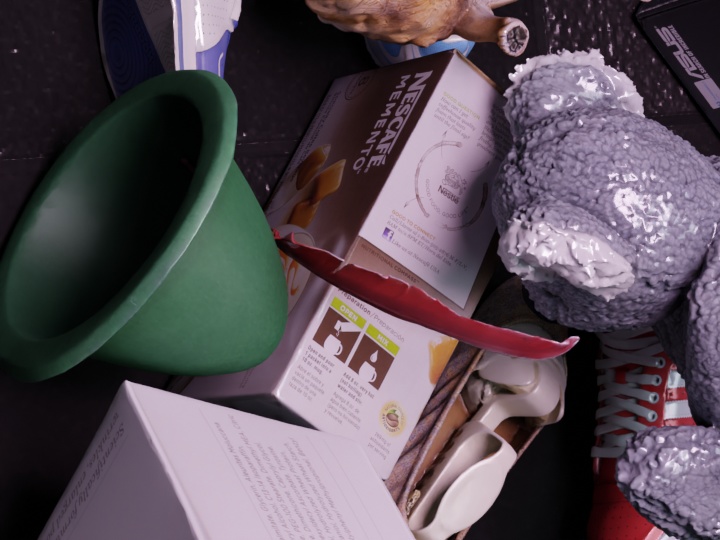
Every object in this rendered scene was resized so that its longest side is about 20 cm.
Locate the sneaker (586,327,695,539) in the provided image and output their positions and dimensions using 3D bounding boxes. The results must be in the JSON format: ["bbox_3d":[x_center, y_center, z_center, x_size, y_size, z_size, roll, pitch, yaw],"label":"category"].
[{"bbox_3d":[0.146,0.059,1.508,0.112,0.071,0.200,46,55,-37],"label":"sneaker"}]

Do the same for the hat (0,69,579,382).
[{"bbox_3d":[-0.050,0.023,1.317,0.176,0.200,0.166,36,91,-28],"label":"hat"}]

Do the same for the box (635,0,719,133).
[{"bbox_3d":[0.266,-0.094,1.555,0.200,0.160,0.044,51,56,-20],"label":"box"}]

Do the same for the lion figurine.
[{"bbox_3d":[0.073,-0.156,1.397,0.200,0.122,0.073,-18,112,-31],"label":"lion figurine"}]

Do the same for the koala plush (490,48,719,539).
[{"bbox_3d":[0.146,-0.011,1.348,0.200,0.184,0.177,33,38,-17],"label":"koala plush"}]

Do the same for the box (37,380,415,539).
[{"bbox_3d":[-0.066,0.191,1.247,0.131,0.200,0.199,18,114,-31],"label":"box"}]

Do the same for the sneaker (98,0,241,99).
[{"bbox_3d":[-0.065,-0.171,1.392,0.115,0.081,0.200,-3,86,-31],"label":"sneaker"}]

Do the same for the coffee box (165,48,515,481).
[{"bbox_3d":[0.000,0.000,1.400,0.080,0.114,0.200,38,67,-25],"label":"coffee box"}]

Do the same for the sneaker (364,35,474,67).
[{"bbox_3d":[0.049,-0.195,1.475,0.072,0.072,0.200,15,76,-30],"label":"sneaker"}]

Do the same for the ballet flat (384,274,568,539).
[{"bbox_3d":[0.066,0.082,1.464,0.068,0.067,0.200,44,64,-23],"label":"ballet flat"}]
